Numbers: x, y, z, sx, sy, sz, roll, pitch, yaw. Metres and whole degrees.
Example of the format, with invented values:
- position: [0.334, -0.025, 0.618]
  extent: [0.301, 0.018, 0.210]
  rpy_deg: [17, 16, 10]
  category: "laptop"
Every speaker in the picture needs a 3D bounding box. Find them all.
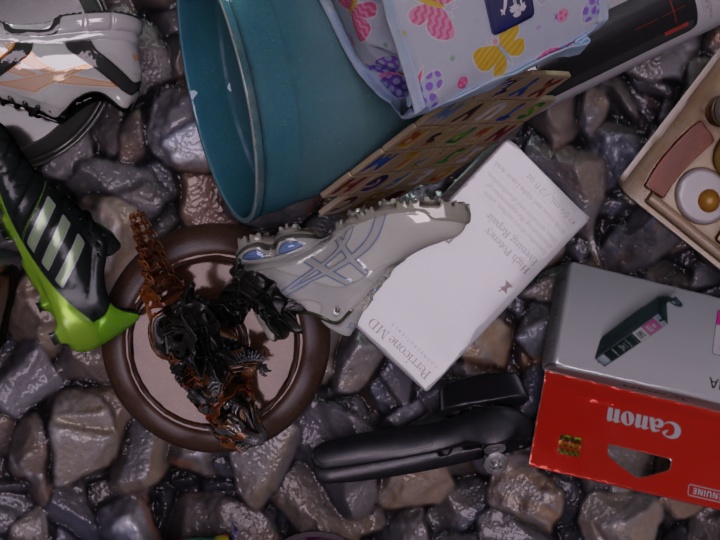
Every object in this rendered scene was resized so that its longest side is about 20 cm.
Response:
- position: [0.207, -0.204, 0.865]
  extent: [0.199, 0.081, 0.082]
  rpy_deg: [-25, 95, -2]
  category: "speaker"

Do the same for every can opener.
- position: [0.055, 0.151, 0.896]
  extent: [0.199, 0.079, 0.064]
  rpy_deg: [-17, 134, 0]
  category: "can opener"

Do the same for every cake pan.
- position: [-0.304, -0.183, 0.852]
  extent: [0.199, 0.037, 0.202]
  rpy_deg: [0, 94, -4]
  category: "cake pan"

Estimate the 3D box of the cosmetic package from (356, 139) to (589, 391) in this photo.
- position: [0.084, -0.005, 0.874]
  extent: [0.102, 0.074, 0.200]
  rpy_deg: [42, 89, -5]
  category: "cosmetic package"

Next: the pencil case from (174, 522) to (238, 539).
- position: [-0.192, 0.271, 0.869]
  extent: [0.198, 0.088, 0.089]
  rpy_deg: [-8, 94, -3]
  category: "pencil case"

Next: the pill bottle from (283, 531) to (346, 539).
- position: [-0.034, 0.291, 0.821]
  extent: [0.111, 0.200, 0.113]
  rpy_deg: [0, 94, -4]
  category: "pill bottle"

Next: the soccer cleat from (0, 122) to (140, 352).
- position: [-0.245, -0.033, 0.834]
  extent: [0.081, 0.067, 0.201]
  rpy_deg: [-25, 100, -17]
  category: "soccer cleat"

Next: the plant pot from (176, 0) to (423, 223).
- position: [-0.026, -0.157, 0.805]
  extent: [0.187, 0.200, 0.201]
  rpy_deg: [-16, 95, -18]
  category: "plant pot"

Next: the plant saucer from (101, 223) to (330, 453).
- position: [-0.124, 0.060, 0.885]
  extent: [0.199, 0.032, 0.202]
  rpy_deg: [0, 93, -4]
  category: "plant saucer"

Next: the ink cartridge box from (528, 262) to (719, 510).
- position: [0.254, 0.101, 0.885]
  extent: [0.199, 0.044, 0.175]
  rpy_deg: [13, 75, -5]
  category: "ink cartridge box"

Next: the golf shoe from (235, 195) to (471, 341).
- position: [0.000, 0.000, 0.818]
  extent: [0.199, 0.078, 0.098]
  rpy_deg: [-15, 83, 23]
  category: "golf shoe"

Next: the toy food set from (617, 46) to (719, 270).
- position: [0.340, -0.075, 0.891]
  extent: [0.200, 0.060, 0.144]
  rpy_deg: [38, 90, -5]
  category: "toy food set"

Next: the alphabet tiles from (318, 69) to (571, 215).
- position: [0.063, -0.097, 0.799]
  extent: [0.200, 0.166, 0.006]
  rpy_deg: [-34, 78, 35]
  category: "alphabet tiles"

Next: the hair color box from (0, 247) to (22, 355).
- position: [-0.321, 0.031, 0.783]
  extent: [0.060, 0.200, 0.100]
  rpy_deg: [14, 93, -4]
  category: "hair color box"

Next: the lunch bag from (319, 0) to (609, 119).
- position: [0.059, -0.218, 0.682]
  extent: [0.169, 0.127, 0.201]
  rpy_deg: [-24, 86, -16]
  category: "lunch bag"

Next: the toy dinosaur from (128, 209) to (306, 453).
- position: [-0.129, 0.052, 0.809]
  extent: [0.200, 0.135, 0.102]
  rpy_deg: [45, 57, -19]
  category: "toy dinosaur"

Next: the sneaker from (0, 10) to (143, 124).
- position: [-0.267, -0.152, 0.801]
  extent: [0.198, 0.074, 0.081]
  rpy_deg: [-6, 96, -3]
  category: "sneaker"
